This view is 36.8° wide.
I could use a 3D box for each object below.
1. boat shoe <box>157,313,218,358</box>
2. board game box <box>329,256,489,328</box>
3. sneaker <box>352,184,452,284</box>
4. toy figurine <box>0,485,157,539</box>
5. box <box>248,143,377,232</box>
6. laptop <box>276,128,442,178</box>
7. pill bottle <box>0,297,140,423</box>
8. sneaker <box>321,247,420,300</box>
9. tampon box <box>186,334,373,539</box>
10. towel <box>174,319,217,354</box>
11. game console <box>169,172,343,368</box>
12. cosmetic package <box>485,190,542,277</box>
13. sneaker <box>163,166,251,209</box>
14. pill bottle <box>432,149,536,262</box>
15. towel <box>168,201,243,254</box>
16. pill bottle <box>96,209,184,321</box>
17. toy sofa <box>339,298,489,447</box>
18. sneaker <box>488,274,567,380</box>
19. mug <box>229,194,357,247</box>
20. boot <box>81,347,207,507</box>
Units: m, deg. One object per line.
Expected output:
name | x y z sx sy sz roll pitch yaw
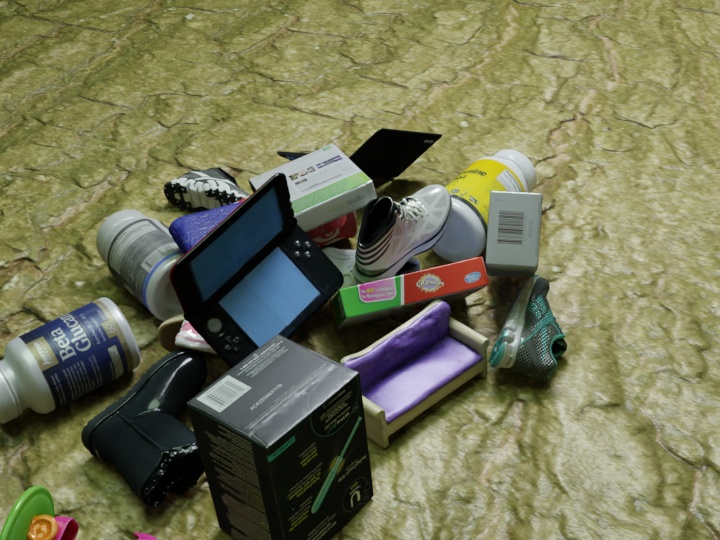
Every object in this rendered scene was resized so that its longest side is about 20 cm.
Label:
boat shoe | -0.190 0.076 1.547 0.200 0.071 0.065 -5 31 -15
board game box | 0.064 0.033 1.504 0.200 0.040 0.153 -13 -7 -9
sneaker | 0.065 -0.074 1.518 0.076 0.115 0.201 33 60 21
toy figurine | -0.287 0.345 1.161 0.184 0.150 0.200 9 60 7
box | -0.072 -0.117 1.565 0.144 0.036 0.200 -24 26 -7
laptop | -0.002 -0.210 1.813 0.200 0.103 0.177 25 17 35
pill bottle | -0.412 0.126 1.474 0.200 0.111 0.111 -28 41 -26
sneaker | 0.000 0.000 1.572 0.200 0.075 0.087 -21 24 -34
tampon box | -0.086 0.207 1.232 0.126 0.200 0.150 23 44 35
towel | -0.164 0.048 1.500 0.146 0.030 0.200 9 38 2
game console | -0.125 0.008 1.381 0.200 0.172 0.119 -44 6 -20
cosmetic package | 0.212 -0.047 1.506 0.071 0.101 0.200 4 -3 7
sneaker | -0.234 -0.136 1.839 0.200 0.066 0.091 15 44 30
pill bottle | 0.189 -0.107 1.688 0.112 0.112 0.200 19 43 31
towel | -0.168 -0.016 1.526 0.148 0.050 0.200 -16 45 -28
pill bottle | -0.315 -0.012 1.644 0.114 0.114 0.200 -28 40 -26
toy sofa | 0.070 0.129 1.400 0.200 0.098 0.083 -30 41 -29
sneaker | 0.239 0.083 1.472 0.091 0.078 0.200 25 39 5
mug | -0.120 -0.082 1.671 0.200 0.178 0.133 -23 81 -15
boot | -0.234 0.198 1.372 0.200 0.076 0.168 -39 43 -27
